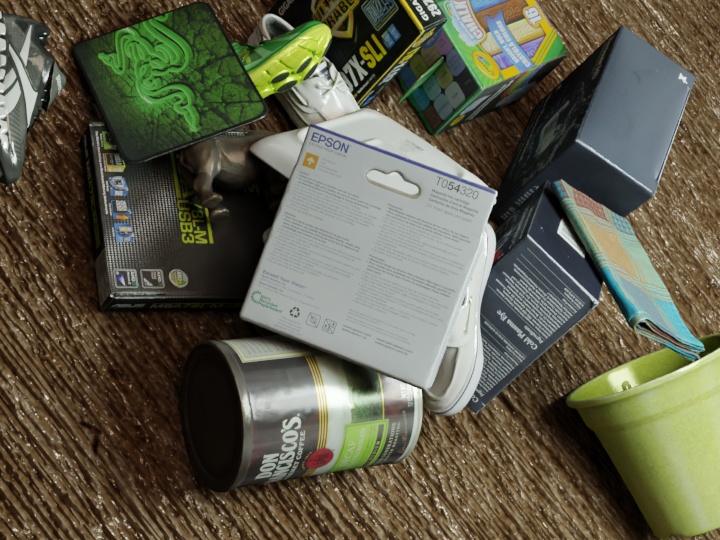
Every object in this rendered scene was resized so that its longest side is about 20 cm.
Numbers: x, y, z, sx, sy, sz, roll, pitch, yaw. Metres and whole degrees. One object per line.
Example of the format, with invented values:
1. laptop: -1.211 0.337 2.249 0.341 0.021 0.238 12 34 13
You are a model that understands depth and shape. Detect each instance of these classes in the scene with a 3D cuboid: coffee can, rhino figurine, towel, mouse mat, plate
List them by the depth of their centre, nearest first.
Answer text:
1. coffee can: -0.059 0.133 1.446 0.199 0.146 0.147 -5 70 -30
2. plate: 0.019 -0.108 1.512 0.199 0.032 0.200 36 35 25
3. rhino figurine: -0.104 -0.110 1.536 0.199 0.060 0.088 -11 64 -37
4. mouse mat: -0.203 -0.202 1.537 0.160 0.008 0.200 -22 53 -12
5. towel: 0.283 -0.002 1.541 0.146 0.022 0.200 24 34 -47

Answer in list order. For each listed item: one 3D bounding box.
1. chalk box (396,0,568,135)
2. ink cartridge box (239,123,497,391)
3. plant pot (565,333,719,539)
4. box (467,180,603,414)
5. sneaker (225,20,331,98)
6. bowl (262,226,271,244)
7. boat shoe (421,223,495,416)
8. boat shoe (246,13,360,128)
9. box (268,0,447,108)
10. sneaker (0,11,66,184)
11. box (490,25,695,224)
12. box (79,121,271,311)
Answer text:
1. chalk box: 0.121 -0.253 1.738 0.200 0.125 0.124 -24 80 -35
2. ink cartridge box: 0.009 -0.013 1.387 0.196 0.043 0.201 21 91 10
3. plant pot: 0.357 0.193 1.633 0.200 0.200 0.185 -24 92 -34
4. box: 0.162 0.024 1.549 0.104 0.182 0.200 42 23 -4
5. sneaker: -0.125 -0.225 1.586 0.199 0.074 0.084 -29 69 -3
6. bowl: 0.000 0.000 1.517 0.200 0.201 0.091 -11 106 -32
7. boat shoe: 0.084 0.043 1.428 0.070 0.071 0.201 7 95 -56
8. boat shoe: -0.053 -0.206 1.641 0.200 0.065 0.074 43 56 8
9. box: -0.007 -0.288 1.639 0.049 0.200 0.160 -32 85 -37
10. sneaker: -0.344 -0.181 1.489 0.090 0.066 0.201 2 64 -25
11. box: 0.273 -0.146 1.723 0.117 0.200 0.197 33 55 -11
12. box: -0.188 -0.055 1.527 0.192 0.048 0.201 0 67 -27
